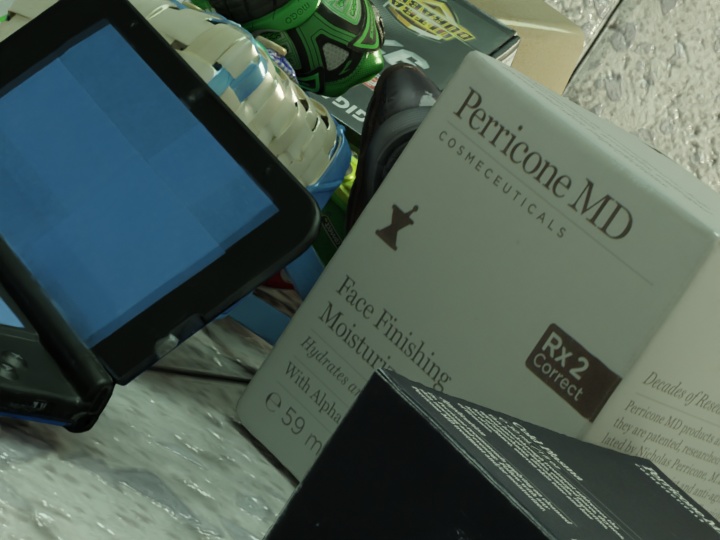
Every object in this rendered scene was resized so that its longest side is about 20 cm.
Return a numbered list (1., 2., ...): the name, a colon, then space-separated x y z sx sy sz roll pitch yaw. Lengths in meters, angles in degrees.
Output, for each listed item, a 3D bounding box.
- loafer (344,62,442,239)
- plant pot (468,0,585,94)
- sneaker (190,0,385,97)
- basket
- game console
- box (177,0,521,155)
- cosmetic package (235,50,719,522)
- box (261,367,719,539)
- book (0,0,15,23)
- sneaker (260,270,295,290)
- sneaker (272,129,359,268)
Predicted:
1. loafer: 0.024 -0.010 1.118 0.072 0.200 0.063 -5 43 -10
2. plant pot: 0.000 -0.133 1.608 0.177 0.200 0.200 9 24 -40
3. sneaker: -0.033 -0.124 1.144 0.085 0.078 0.200 53 6 -13
4. basket: -0.083 -0.037 1.069 0.176 0.139 0.200 28 -27 33
5. game console: -0.146 -0.043 0.899 0.171 0.118 0.200 16 23 -46
6. box: -0.034 -0.135 1.275 0.200 0.046 0.159 34 41 16
7. cosmetic package: 0.089 0.042 1.028 0.165 0.200 0.165 20 16 -50
8. box: 0.089 0.147 0.828 0.182 0.104 0.200 20 17 -47
9. book: -0.132 -0.120 1.288 0.134 0.048 0.200 40 43 12
10. sneaker: 0.000 0.000 1.216 0.200 0.071 0.113 9 20 -4
11. sneaker: -0.078 -0.056 1.180 0.200 0.084 0.074 33 11 17
